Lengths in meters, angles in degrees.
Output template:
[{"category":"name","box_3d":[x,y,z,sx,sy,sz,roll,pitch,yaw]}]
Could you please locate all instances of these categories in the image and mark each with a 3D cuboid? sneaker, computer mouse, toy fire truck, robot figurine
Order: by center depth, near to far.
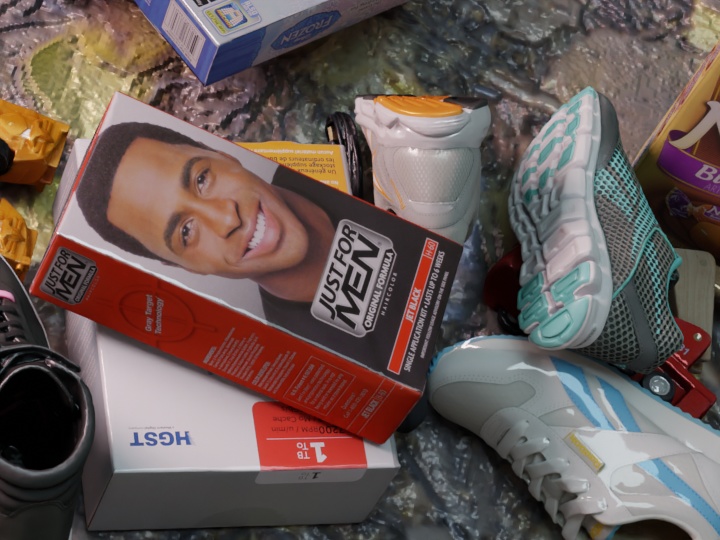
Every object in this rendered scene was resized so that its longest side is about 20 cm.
[{"category":"sneaker","box_3d":[-0.174,0.044,1.217,0.071,0.099,0.200,-6,59,-23]},{"category":"robot figurine","box_3d":[-0.266,-0.061,1.327,0.200,0.058,0.145,18,56,-9]},{"category":"sneaker","box_3d":[0.123,0.103,1.352,0.200,0.077,0.081,26,57,-1]},{"category":"sneaker","box_3d":[0.032,-0.052,1.373,0.076,0.200,0.092,2,95,2]},{"category":"sneaker","box_3d":[0.137,-0.017,1.381,0.091,0.078,0.200,27,42,-22]},{"category":"computer mouse","box_3d":[0.000,0.000,1.385,0.034,0.059,0.200,-11,62,-7]},{"category":"toy fire truck","box_3d":[0.185,0.032,1.430,0.200,0.049,0.141,42,55,11]}]

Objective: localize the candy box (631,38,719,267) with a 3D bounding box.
[{"category":"candy box","box_3d":[0.235,-0.072,1.418,0.117,0.200,0.056,30,55,1]}]

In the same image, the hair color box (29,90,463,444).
[{"category":"hair color box","box_3d":[-0.056,-0.001,1.261,0.200,0.061,0.102,23,53,-8]}]

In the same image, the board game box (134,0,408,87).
[{"category":"board game box","box_3d":[-0.068,-0.221,1.443,0.199,0.043,0.200,-26,68,-33]}]

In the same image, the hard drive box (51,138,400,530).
[{"category":"hard drive box","box_3d":[-0.075,0.033,1.325,0.156,0.077,0.200,0,61,-19]}]
